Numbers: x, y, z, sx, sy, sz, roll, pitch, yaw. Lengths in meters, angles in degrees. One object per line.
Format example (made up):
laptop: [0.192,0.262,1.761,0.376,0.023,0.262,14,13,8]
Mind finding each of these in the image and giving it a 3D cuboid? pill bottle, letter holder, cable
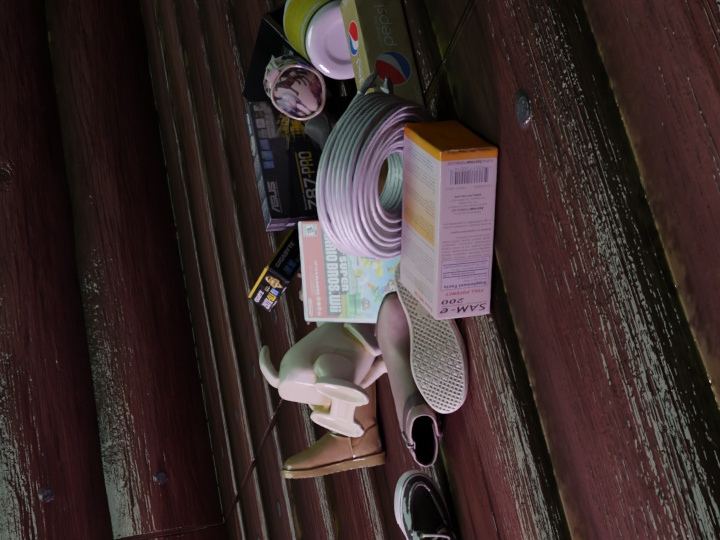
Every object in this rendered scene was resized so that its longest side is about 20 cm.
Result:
pill bottle: [-0.049,-0.354,1.725,0.200,0.111,0.113,-128,35,-60]
letter holder: [-0.095,-0.346,1.944,0.101,0.142,0.200,45,149,12]
cable: [0.026,-0.112,1.443,0.069,0.201,0.201,14,147,34]

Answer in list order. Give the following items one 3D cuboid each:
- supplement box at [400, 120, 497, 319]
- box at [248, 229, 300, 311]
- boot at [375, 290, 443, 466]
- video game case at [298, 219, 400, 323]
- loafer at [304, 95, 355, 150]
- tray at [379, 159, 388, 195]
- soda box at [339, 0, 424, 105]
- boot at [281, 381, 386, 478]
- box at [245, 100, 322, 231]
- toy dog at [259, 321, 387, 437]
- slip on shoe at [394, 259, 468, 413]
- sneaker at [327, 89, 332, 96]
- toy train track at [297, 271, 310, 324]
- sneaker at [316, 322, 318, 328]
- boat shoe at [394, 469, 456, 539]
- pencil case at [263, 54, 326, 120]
supplement box: [0.101,-0.060,1.386,0.126,0.073,0.202,-130,38,-62]
box: [-0.096,-0.045,1.905,0.201,0.049,0.160,-57,4,-23]
boot: [0.069,0.146,1.542,0.147,0.069,0.202,-100,-5,-59]
video game case: [0.000,0.000,1.641,0.198,0.017,0.145,-1,95,35]
loafer: [-0.046,-0.197,1.732,0.201,0.071,0.073,-83,2,-62]
tray: [0.018,-0.169,1.700,0.099,0.037,0.201,-113,23,-46]
soda box: [0.028,-0.281,1.567,0.064,0.067,0.202,126,136,-67]
boot: [-0.053,0.213,1.859,0.066,0.173,0.202,96,164,-85]
box: [-0.082,-0.165,1.823,0.049,0.159,0.202,121,141,-64]
toy dog: [-0.035,0.115,1.747,0.140,0.192,0.201,84,-156,-52]
slip on shoe: [0.093,0.079,1.500,0.061,0.073,0.202,24,-132,-70]
sneaker: [-0.089,-0.228,1.970,0.105,0.075,0.202,-124,28,-48]
toy train track: [-0.076,0.019,1.933,0.200,0.032,0.116,-38,-40,-77]
sneaker: [-0.041,0.054,1.916,0.080,0.071,0.202,-131,43,-71]
boat shoe: [0.099,0.361,1.564,0.064,0.070,0.202,153,102,-73]
pencil case: [-0.099,-0.271,1.736,0.090,0.078,0.200,47,-177,-15]
